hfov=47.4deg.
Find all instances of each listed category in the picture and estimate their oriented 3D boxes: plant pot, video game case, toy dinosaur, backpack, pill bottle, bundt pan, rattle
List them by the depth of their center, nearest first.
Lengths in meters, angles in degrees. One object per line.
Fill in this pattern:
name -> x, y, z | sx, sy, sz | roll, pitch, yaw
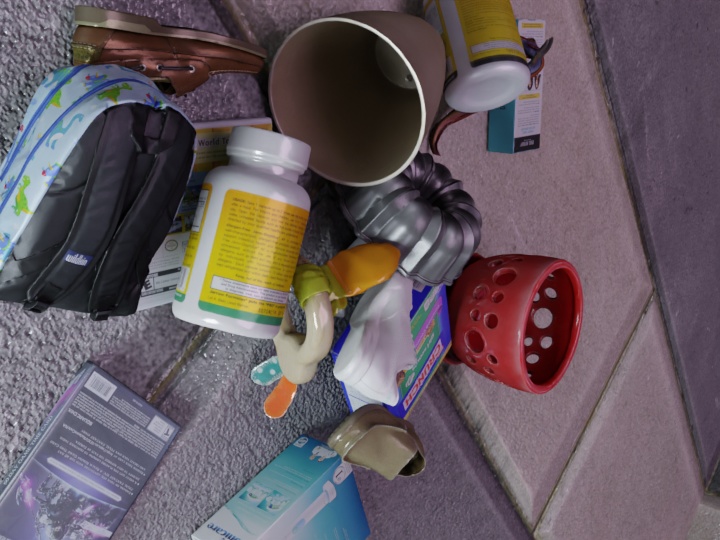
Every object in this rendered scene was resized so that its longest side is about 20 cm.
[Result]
backpack -> -0.228, -0.075, 0.701 | 0.163, 0.154, 0.200 | 11, 127, -47
video game case -> -0.280, 0.210, 0.817 | 0.200, 0.019, 0.143 | -59, 137, -20
pill bottle -> -0.115, -0.039, 0.836 | 0.113, 0.113, 0.201 | 15, 88, -51
video game case -> -0.171, -0.065, 0.868 | 0.200, 0.023, 0.183 | -16, 112, -46
plant pot -> 0.023, -0.225, 0.952 | 0.200, 0.187, 0.188 | -50, 136, -49
rattle -> -0.045, 0.066, 0.954 | 0.143, 0.130, 0.201 | -27, 130, -45
bundt pan -> 0.071, -0.081, 1.013 | 0.202, 0.202, 0.076 | -5, 146, -49
pill bottle -> 0.143, -0.316, 1.058 | 0.112, 0.112, 0.201 | 8, 65, -50
toy dinosaur -> 0.186, -0.276, 1.180 | 0.181, 0.105, 0.200 | -11, 143, -39
plant pot -> 0.214, 0.067, 1.235 | 0.200, 0.182, 0.201 | -17, 113, -46

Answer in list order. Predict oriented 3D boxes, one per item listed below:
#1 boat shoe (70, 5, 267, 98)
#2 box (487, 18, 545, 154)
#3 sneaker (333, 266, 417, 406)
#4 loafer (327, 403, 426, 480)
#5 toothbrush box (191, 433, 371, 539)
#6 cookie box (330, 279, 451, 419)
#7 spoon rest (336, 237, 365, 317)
boat shoe -> -0.182, -0.202, 0.788 | 0.200, 0.072, 0.068 | -1, 105, -40
box -> 0.243, -0.287, 1.276 | 0.082, 0.049, 0.201 | -17, 113, -46
sneaker -> 0.036, 0.074, 0.955 | 0.088, 0.075, 0.200 | 37, 44, -12
loafer -> 0.032, 0.218, 1.025 | 0.076, 0.067, 0.200 | -51, 149, 10
toothbrush box -> -0.092, 0.329, 1.019 | 0.200, 0.085, 0.147 | -40, 127, -38
cookie box -> 0.048, 0.102, 1.089 | 0.171, 0.075, 0.200 | -56, 155, -25
spoon rest -> 0.000, 0.000, 1.073 | 0.200, 0.060, 0.100 | -36, 128, -55
